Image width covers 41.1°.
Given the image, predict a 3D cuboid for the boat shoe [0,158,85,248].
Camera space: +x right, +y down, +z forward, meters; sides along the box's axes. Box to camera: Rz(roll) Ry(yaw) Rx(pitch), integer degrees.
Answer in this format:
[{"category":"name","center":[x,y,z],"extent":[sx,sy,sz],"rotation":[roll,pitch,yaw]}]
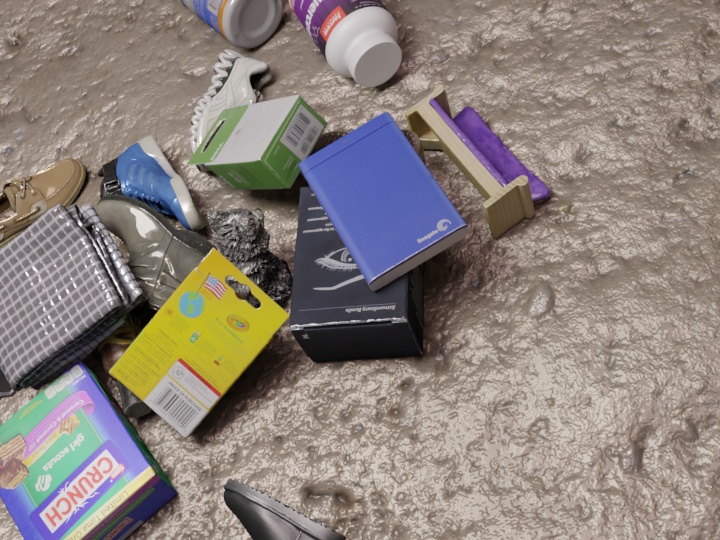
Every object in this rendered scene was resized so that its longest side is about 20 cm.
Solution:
[{"category":"boat shoe","center":[-0.490,-0.099,1.401],"extent":[0.200,0.065,0.071],"rotation":[-43,59,-9]}]

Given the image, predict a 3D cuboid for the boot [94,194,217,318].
[{"category":"boot","center":[-0.293,-0.013,1.260],"extent":[0.198,0.068,0.131],"rotation":[26,55,11]}]

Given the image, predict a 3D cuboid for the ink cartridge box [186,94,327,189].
[{"category":"ink cartridge box","center":[-0.140,-0.165,1.270],"extent":[0.199,0.059,0.105],"rotation":[4,60,53]}]

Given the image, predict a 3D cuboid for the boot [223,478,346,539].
[{"category":"boot","center":[-0.127,0.352,1.057],"extent":[0.163,0.066,0.202],"rotation":[20,74,27]}]

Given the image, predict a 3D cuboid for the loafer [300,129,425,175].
[{"category":"loafer","center":[0.002,-0.140,1.281],"extent":[0.198,0.068,0.076],"rotation":[4,61,36]}]

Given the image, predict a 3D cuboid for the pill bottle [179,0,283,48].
[{"category":"pill bottle","center":[-0.218,-0.435,1.477],"extent":[0.112,0.112,0.200],"rotation":[-43,59,-9]}]

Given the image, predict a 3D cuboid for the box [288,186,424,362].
[{"category":"box","center":[0.000,0.000,1.181],"extent":[0.146,0.105,0.202],"rotation":[-4,62,14]}]

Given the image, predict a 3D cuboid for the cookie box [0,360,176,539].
[{"category":"cookie box","center":[-0.347,0.243,1.168],"extent":[0.171,0.075,0.200],"rotation":[-40,60,-8]}]

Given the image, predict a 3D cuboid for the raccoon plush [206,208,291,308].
[{"category":"raccoon plush","center":[-0.149,0.019,1.196],"extent":[0.095,0.134,0.202],"rotation":[-4,61,13]}]

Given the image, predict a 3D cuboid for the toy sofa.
[{"category":"toy sofa","center":[0.151,-0.149,1.230],"extent":[0.097,0.083,0.201],"rotation":[-34,58,-3]}]

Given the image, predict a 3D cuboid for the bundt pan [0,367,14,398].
[{"category":"bundt pan","center":[-0.524,0.079,1.309],"extent":[0.199,0.076,0.204],"rotation":[-7,61,12]}]

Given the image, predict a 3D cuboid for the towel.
[{"category":"towel","center":[-0.387,0.030,1.200],"extent":[0.199,0.085,0.167],"rotation":[-37,72,11]}]

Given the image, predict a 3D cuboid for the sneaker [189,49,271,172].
[{"category":"sneaker","center":[-0.188,-0.230,1.384],"extent":[0.080,0.075,0.202],"rotation":[12,66,12]}]

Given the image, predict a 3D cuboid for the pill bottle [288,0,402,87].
[{"category":"pill bottle","center":[-0.019,-0.357,1.375],"extent":[0.112,0.113,0.201],"rotation":[-30,58,-2]}]

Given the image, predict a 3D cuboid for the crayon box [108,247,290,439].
[{"category":"crayon box","center":[-0.190,0.085,1.157],"extent":[0.127,0.051,0.200],"rotation":[42,98,-4]}]

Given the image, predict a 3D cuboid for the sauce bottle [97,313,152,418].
[{"category":"sauce bottle","center":[-0.308,0.095,1.245],"extent":[0.064,0.065,0.201],"rotation":[-26,60,1]}]

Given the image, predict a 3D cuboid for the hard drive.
[{"category":"hard drive","center":[0.024,-0.087,1.145],"extent":[0.131,0.025,0.201],"rotation":[-30,58,-2]}]

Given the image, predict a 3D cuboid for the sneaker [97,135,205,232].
[{"category":"sneaker","center":[-0.298,-0.100,1.337],"extent":[0.111,0.077,0.200],"rotation":[-32,54,-9]}]
